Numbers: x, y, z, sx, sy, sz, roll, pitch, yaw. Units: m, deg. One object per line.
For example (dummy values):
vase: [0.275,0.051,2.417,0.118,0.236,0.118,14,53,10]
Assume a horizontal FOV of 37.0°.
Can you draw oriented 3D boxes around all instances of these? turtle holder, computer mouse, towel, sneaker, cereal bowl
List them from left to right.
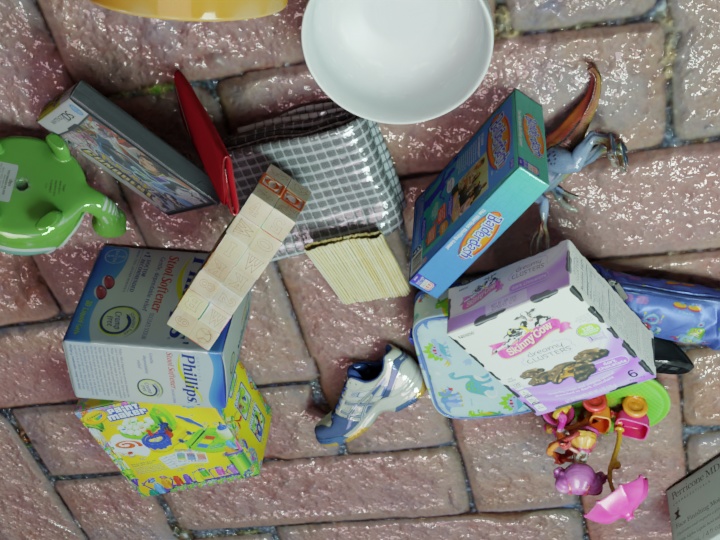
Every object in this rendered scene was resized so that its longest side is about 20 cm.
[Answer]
turtle holder: [-0.390,-0.088,1.308,0.184,0.142,0.132,-19,163,-20]
towel: [-0.060,-0.104,1.271,0.198,0.086,0.166,-13,127,17]
sneaker: [0.000,0.171,1.516,0.199,0.075,0.088,-36,107,23]
cereal bowl: [0.040,-0.257,1.129,0.198,0.084,0.201,4,130,5]
computer mouse: [0.334,0.092,1.388,0.198,0.046,0.141,6,165,10]

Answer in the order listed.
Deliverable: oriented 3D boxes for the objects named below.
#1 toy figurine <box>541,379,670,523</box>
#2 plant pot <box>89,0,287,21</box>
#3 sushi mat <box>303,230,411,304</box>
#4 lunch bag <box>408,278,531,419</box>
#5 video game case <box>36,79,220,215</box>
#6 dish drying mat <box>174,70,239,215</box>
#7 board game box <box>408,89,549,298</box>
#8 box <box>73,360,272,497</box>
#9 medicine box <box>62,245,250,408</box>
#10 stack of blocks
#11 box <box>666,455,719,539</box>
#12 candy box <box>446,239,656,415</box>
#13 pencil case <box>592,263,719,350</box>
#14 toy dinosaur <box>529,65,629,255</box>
toy figurine: [0.313,0.245,1.441,0.198,0.185,0.151,8,141,6]
plant pot: [-0.163,-0.351,1.018,0.198,0.201,0.185,6,116,2]
sushi mat: [0.000,0.000,1.333,0.095,0.012,0.200,-9,158,10]
lunch bag: [0.153,0.104,1.422,0.159,0.083,0.201,-9,129,13]
video game case: [-0.267,-0.134,1.242,0.199,0.026,0.180,37,162,-22]
dish drying mat: [-0.171,-0.143,1.184,0.018,0.200,0.077,-15,131,-14]
board game box: [0.131,-0.086,1.218,0.045,0.153,0.200,28,128,-18]
box: [-0.260,0.202,1.530,0.198,0.123,0.193,-13,128,18]
medicine box: [-0.252,0.069,1.376,0.198,0.183,0.104,4,131,4]
stack of blocks: [-0.135,-0.021,1.223,0.058,0.115,0.200,33,118,-8]
box: [0.586,0.365,1.557,0.199,0.131,0.199,30,127,-17]
candy box: [0.224,0.073,1.264,0.167,0.072,0.200,-24,131,33]
pencil case: [0.367,0.044,1.345,0.198,0.079,0.087,11,158,-4]
toy dinosaur: [0.217,-0.118,1.256,0.180,0.105,0.202,-10,95,27]
